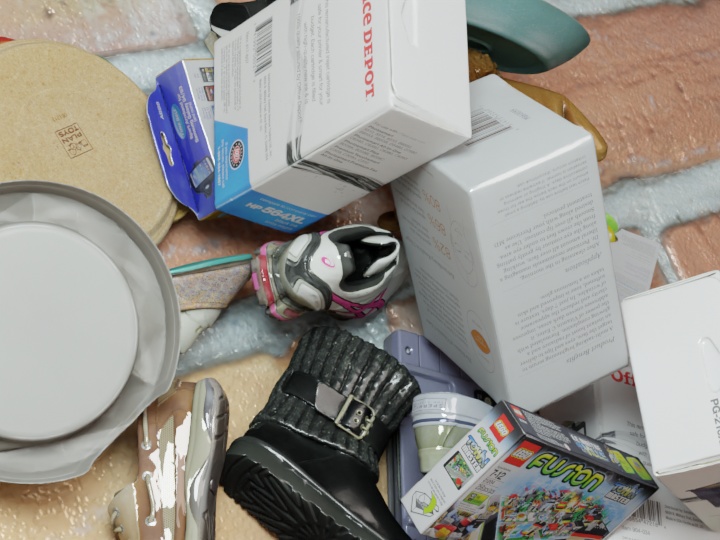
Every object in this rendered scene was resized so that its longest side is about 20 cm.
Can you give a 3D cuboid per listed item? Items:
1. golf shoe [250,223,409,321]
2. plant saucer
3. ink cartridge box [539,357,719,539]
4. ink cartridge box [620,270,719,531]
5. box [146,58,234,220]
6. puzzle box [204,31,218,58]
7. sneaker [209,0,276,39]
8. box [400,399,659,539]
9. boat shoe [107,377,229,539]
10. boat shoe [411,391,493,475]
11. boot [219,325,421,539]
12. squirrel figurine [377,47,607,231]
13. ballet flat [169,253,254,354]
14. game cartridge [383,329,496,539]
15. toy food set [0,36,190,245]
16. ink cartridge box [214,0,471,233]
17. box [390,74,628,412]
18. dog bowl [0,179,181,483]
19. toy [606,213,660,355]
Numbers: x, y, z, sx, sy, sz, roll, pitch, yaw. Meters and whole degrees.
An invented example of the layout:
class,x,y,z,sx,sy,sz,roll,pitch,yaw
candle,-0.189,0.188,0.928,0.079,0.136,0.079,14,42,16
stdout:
class,x,y,z,sx,sy,sz,roll,pitch,yaw
golf shoe,0.000,0.000,1.351,0.200,0.091,0.073,-12,88,-63
plant saucer,0.099,-0.211,1.499,0.199,0.200,0.036,21,84,-26
ink cartridge box,0.233,0.186,1.453,0.145,0.084,0.202,18,56,-29
ink cartridge box,0.277,0.107,1.355,0.200,0.084,0.146,41,37,-59
box,-0.079,-0.107,1.363,0.199,0.041,0.120,-10,79,-50
puzzle box,-0.027,-0.172,1.498,0.199,0.025,0.134,-25,82,-43
sneaker,-0.025,-0.217,1.388,0.070,0.198,0.091,-28,125,-68
box,0.130,0.166,1.292,0.199,0.110,0.035,25,25,-48
boat shoe,-0.138,0.172,1.204,0.071,0.076,0.202,5,67,3
boat shoe,0.103,0.144,1.336,0.199,0.072,0.063,23,68,-45
boot,0.007,0.152,1.302,0.211,0.079,0.158,44,48,-4
squirrel figurine,0.079,-0.098,1.453,0.186,0.141,0.201,-33,87,-45
ballet flat,-0.159,0.032,1.270,0.199,0.068,0.068,-9,88,-33
game cartridge,0.080,0.154,1.394,0.129,0.038,0.202,13,58,-26
toy food set,-0.223,-0.088,1.290,0.198,0.049,0.200,45,48,-7
ink cartridge box,-0.016,-0.133,1.261,0.084,0.199,0.147,19,59,-39
box,0.107,-0.020,1.298,0.106,0.152,0.201,-24,122,-16
dog bowl,-0.223,0.042,1.163,0.198,0.059,0.202,1,86,-18
toy,0.195,0.014,1.528,0.114,0.047,0.200,23,36,4
